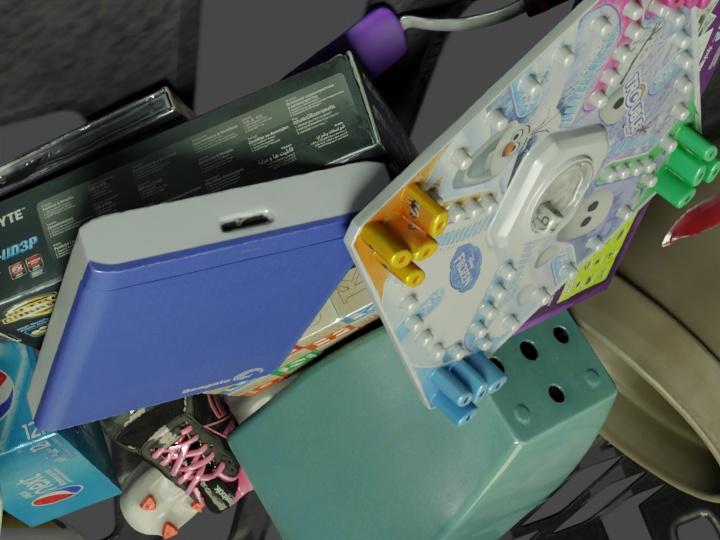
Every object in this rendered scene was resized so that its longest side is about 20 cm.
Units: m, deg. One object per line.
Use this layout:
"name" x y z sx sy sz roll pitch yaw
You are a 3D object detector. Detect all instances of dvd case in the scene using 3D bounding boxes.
"dvd case" -0.124 -0.023 0.767 0.148 0.016 0.200 -24 164 7

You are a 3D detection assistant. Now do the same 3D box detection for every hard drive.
"hard drive" -0.074 0.017 0.707 0.131 0.026 0.200 -14 162 -23

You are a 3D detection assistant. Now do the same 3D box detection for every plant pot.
"plant pot" 0.207 0.016 0.996 0.174 0.200 0.200 -47 166 -11
"plant pot" 0.046 0.091 0.934 0.141 0.142 0.200 -21 162 -40

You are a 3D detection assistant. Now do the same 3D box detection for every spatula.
"spatula" 0.056 -0.114 0.693 0.198 0.021 0.057 -21 162 5

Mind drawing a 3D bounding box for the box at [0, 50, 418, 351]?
"box" -0.070 -0.018 0.731 0.198 0.046 0.159 -23 164 8

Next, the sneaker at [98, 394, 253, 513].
"sneaker" -0.112 0.112 1.035 0.079 0.096 0.200 -33 162 3

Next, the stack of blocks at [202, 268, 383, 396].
"stack of blocks" 0.000 0.000 0.885 0.199 0.059 0.115 -27 171 7

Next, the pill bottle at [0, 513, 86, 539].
"pill bottle" -0.292 0.237 1.175 0.114 0.115 0.200 -27 161 17

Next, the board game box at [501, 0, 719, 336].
"board game box" 0.116 -0.054 0.784 0.120 0.032 0.201 -26 147 -44

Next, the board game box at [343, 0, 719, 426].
"board game box" 0.091 -0.034 0.718 0.200 0.026 0.200 -43 153 -9

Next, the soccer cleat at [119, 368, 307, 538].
"soccer cleat" -0.093 0.124 1.177 0.199 0.070 0.078 -31 -155 -10

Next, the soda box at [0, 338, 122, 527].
"soda box" -0.202 0.102 0.963 0.067 0.065 0.200 -20 162 -4

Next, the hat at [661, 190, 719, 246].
"hat" 0.255 -0.102 0.877 0.174 0.200 0.167 14 110 -7

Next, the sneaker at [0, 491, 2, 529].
"sneaker" -0.207 0.085 0.776 0.075 0.088 0.201 -18 135 -17
